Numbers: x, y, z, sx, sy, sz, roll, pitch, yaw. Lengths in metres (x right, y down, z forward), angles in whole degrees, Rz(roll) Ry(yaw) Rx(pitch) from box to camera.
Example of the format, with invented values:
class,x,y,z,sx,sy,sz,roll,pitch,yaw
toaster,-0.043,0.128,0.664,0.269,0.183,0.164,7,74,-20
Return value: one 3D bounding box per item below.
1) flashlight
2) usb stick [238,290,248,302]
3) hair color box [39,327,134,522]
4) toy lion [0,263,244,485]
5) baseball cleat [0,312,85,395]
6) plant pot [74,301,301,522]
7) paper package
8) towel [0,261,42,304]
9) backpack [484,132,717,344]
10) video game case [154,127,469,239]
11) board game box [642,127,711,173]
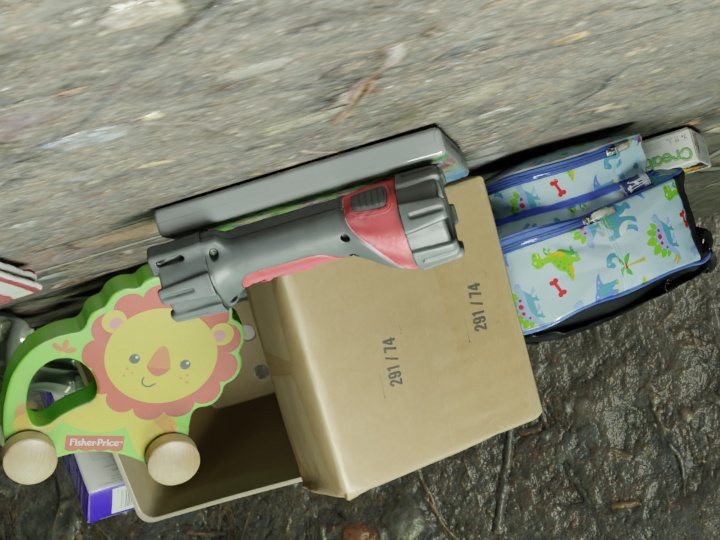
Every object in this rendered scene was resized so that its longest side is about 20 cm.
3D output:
class,x,y,z,sx,sy,sz,roll,pitch,yaw
flashlight,-0.034,-0.013,1.220,0.199,0.068,0.068,-17,179,10
usb stick,-0.037,-0.020,1.508,0.199,0.056,0.033,-16,-167,12
hair color box,-0.249,0.140,1.834,0.109,0.201,0.065,-14,148,-19
toy lion,-0.201,0.085,1.568,0.199,0.193,0.069,2,-153,-18
baseball cleat,-0.317,0.077,1.649,0.106,0.070,0.200,10,170,24
plant pot,-0.127,0.087,1.721,0.199,0.201,0.177,-17,-167,15
paper package,0.024,0.046,1.418,0.190,0.201,0.103,-20,-170,-20
towel,-0.330,0.028,1.269,0.199,0.023,0.144,-18,174,3
backpack,0.162,-0.023,1.546,0.199,0.148,0.183,-24,-178,-26
video game case,-0.028,-0.054,1.295,0.199,0.022,0.182,-17,176,8
board game box,0.226,-0.087,1.747,0.199,0.035,0.126,-17,176,16
